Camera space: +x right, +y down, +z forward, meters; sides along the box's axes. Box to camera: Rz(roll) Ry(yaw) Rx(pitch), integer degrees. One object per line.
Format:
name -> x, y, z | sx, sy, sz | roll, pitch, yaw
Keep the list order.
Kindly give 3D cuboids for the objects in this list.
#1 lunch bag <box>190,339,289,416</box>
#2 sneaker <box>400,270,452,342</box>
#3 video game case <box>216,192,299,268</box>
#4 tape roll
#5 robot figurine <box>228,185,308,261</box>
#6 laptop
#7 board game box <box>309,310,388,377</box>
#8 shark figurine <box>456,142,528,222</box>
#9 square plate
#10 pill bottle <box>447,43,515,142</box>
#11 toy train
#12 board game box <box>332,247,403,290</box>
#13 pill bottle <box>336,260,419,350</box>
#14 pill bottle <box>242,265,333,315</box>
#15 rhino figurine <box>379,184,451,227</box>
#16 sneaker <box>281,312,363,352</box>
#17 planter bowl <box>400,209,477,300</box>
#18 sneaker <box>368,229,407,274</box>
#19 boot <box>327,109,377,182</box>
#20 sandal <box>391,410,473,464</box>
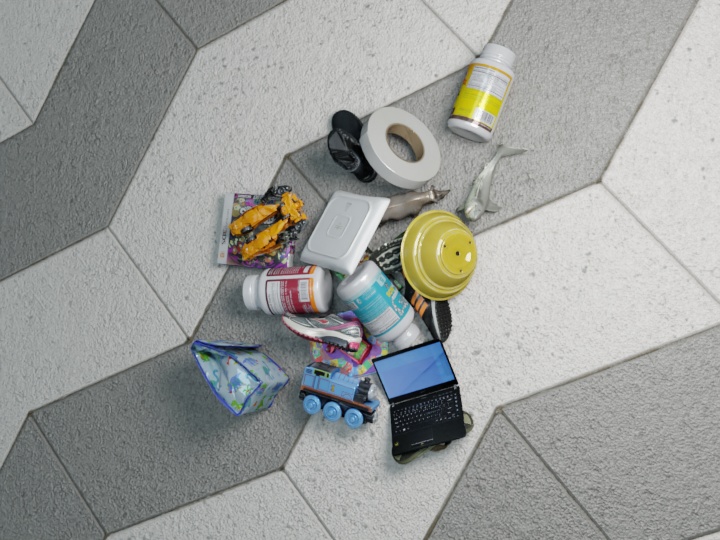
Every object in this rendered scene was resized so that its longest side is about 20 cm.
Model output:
lunch bag -> -0.290, 0.233, 1.686 | 0.199, 0.170, 0.128 | 38, 96, 18
sneaker -> 0.146, 0.072, 1.634 | 0.089, 0.070, 0.202 | -19, 83, 36
video game case -> -0.255, -0.097, 1.776 | 0.198, 0.036, 0.184 | 6, 88, 17
tape roll -> 0.092, -0.280, 1.615 | 0.037, 0.201, 0.204 | -40, 72, 48
robot figurine -> -0.216, -0.115, 1.717 | 0.199, 0.058, 0.146 | -30, 79, 13
laptop -> 0.126, 0.281, 1.581 | 0.176, 0.103, 0.201 | -20, 46, 20
board game box -> -0.034, 0.177, 1.682 | 0.198, 0.039, 0.160 | -15, 81, 15
shark figurine -> 0.296, -0.183, 1.614 | 0.089, 0.128, 0.216 | 30, 75, -8
square plate -> -0.045, -0.097, 1.649 | 0.199, 0.028, 0.200 | 16, 75, 48
pill bottle -> 0.279, -0.401, 1.607 | 0.108, 0.109, 0.202 | 22, 91, 17
toy train -> -0.048, 0.287, 1.647 | 0.198, 0.087, 0.116 | 15, 99, 18
board game box -> 0.000, 0.000, 1.695 | 0.105, 0.023, 0.200 | -43, 75, 6
pill bottle -> 0.046, 0.084, 1.606 | 0.110, 0.111, 0.200 | -38, 103, 10
pill bottle -> -0.174, 0.048, 1.699 | 0.198, 0.113, 0.114 | -3, 84, 16
rhino figurine -> 0.116, -0.153, 1.644 | 0.198, 0.087, 0.060 | -16, 81, 15
sneaker -> -0.088, 0.131, 1.648 | 0.198, 0.081, 0.075 | 14, 76, 14
planter bowl -> 0.193, -0.035, 1.555 | 0.198, 0.083, 0.203 | 1, 89, -25
sneaker -> 0.106, -0.059, 1.642 | 0.199, 0.089, 0.077 | -31, 100, 3
boot -> -0.032, -0.307, 1.661 | 0.076, 0.168, 0.202 | -25, 78, 13
sandal -> 0.163, 0.374, 1.599 | 0.200, 0.057, 0.080 | -30, 42, 11
